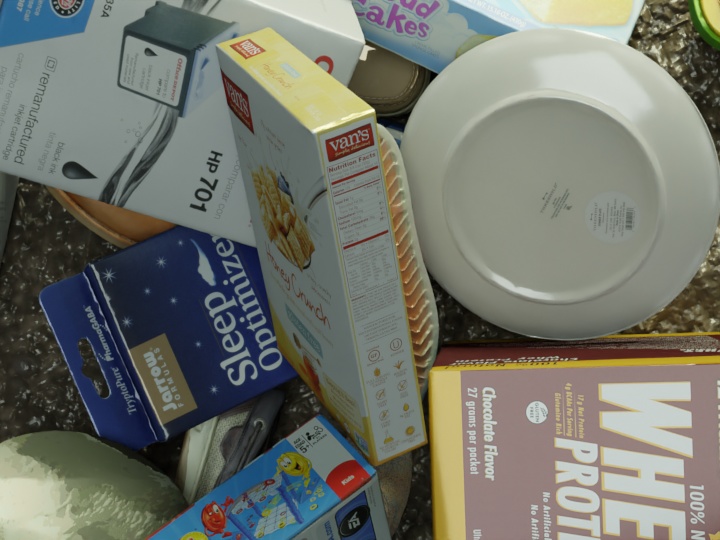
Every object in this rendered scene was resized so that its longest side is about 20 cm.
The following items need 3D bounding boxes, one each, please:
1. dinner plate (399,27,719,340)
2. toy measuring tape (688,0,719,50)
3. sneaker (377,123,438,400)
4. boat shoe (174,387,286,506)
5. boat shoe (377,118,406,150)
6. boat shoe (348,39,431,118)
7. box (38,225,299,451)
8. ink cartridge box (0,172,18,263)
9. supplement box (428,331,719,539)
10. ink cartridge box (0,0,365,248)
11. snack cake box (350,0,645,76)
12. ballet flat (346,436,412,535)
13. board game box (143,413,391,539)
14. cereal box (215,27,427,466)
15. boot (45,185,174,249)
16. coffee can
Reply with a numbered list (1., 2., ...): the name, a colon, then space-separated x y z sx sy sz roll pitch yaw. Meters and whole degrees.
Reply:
1. dinner plate: 0.116 -0.044 0.859 0.197 0.024 0.203 6 117 12
2. toy measuring tape: 0.235 -0.210 0.904 0.072 0.074 0.203 -11 91 6
3. sneaker: 0.000 0.000 0.908 0.070 0.080 0.203 -11 106 -19
4. boat shoe: -0.092 0.169 0.946 0.064 0.072 0.203 9 87 10
5. boat shoe: 0.073 -0.035 0.923 0.198 0.072 0.073 25 103 8
6. boat shoe: -0.050 -0.155 0.931 0.198 0.069 0.075 22 94 5
7. box: -0.093 0.027 0.920 0.198 0.032 0.123 -25 90 -20
8. ink cartridge box: -0.309 0.001 0.962 0.114 0.067 0.203 14 93 5
9. supplement box: 0.142 0.113 0.856 0.194 0.200 0.135 -2 91 5
10. ink cartridge box: -0.116 -0.115 0.832 0.197 0.086 0.148 17 114 -17
11. snack cake box: 0.075 -0.180 0.893 0.198 0.067 0.116 25 57 4
12. ballet flat: -0.026 0.195 0.941 0.067 0.067 0.202 30 94 0
13. board game box: -0.069 0.209 0.814 0.195 0.201 0.056 -34 52 -19
14. cereal box: -0.022 -0.015 0.771 0.039 0.144 0.202 -20 121 -17
15. boot: -0.147 -0.124 0.913 0.154 0.077 0.202 -33 87 29
16. coffee can: -0.195 0.222 0.880 0.145 0.147 0.202 26 123 4
